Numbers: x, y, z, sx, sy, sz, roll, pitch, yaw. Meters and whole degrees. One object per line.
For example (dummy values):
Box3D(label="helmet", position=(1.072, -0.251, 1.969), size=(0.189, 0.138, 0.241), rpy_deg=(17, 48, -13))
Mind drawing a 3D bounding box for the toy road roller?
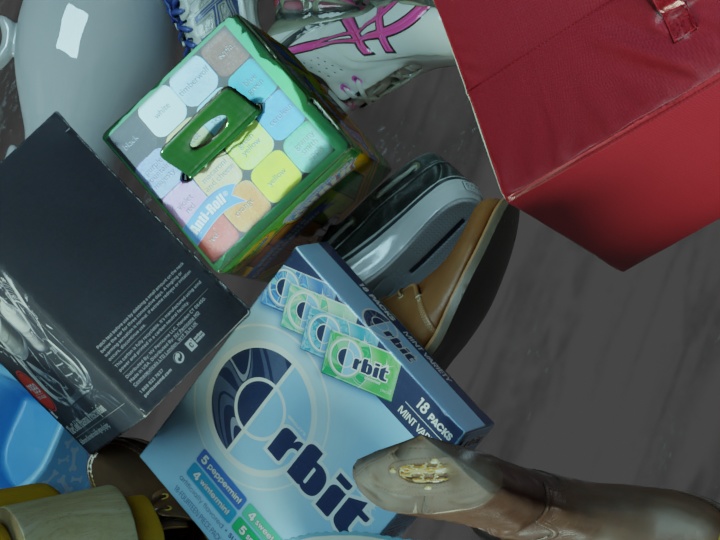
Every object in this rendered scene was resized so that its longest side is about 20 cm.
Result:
Box3D(label="toy road roller", position=(-0.227, 0.194, 1.452), size=(0.146, 0.122, 0.200), rpy_deg=(61, 144, 31))

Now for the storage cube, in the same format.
Box3D(label="storage cube", position=(0.176, -0.132, 1.354), size=(0.179, 0.200, 0.172), rpy_deg=(-30, 61, 22))

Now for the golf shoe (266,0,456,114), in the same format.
Box3D(label="golf shoe", position=(0.016, -0.153, 1.522), size=(0.199, 0.072, 0.093), rpy_deg=(5, 81, 40))

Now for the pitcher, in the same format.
Box3D(label="pitcher", position=(-0.229, -0.145, 1.600), size=(0.171, 0.121, 0.201), rpy_deg=(12, 81, -8))

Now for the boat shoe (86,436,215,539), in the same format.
Box3D(label="boat shoe", position=(-0.129, 0.182, 1.479), size=(0.072, 0.068, 0.200), rpy_deg=(-48, 58, 5))

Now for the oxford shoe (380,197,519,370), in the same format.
Box3D(label="oxford shoe", position=(0.040, 0.030, 1.435), size=(0.071, 0.071, 0.201), rpy_deg=(31, 89, 22))

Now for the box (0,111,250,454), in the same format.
Box3D(label="box", position=(-0.193, 0.015, 1.439), size=(0.182, 0.200, 0.104), rpy_deg=(46, 69, -3))

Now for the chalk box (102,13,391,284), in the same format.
Box3D(label="chalk box", position=(-0.076, -0.079, 1.421), size=(0.125, 0.200, 0.124), rpy_deg=(-42, 81, 7))

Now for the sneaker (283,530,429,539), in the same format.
Box3D(label="sneaker", position=(0.008, 0.216, 1.338), size=(0.199, 0.077, 0.081), rpy_deg=(2, 55, -6))

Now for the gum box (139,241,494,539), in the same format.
Box3D(label="gum box", position=(-0.033, 0.112, 1.412), size=(0.170, 0.044, 0.200), rpy_deg=(48, 116, 19))

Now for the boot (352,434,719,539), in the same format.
Box3D(label="boot", position=(0.113, 0.141, 1.285), size=(0.185, 0.200, 0.065), rpy_deg=(-1, 73, 28))

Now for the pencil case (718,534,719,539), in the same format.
Box3D(label="pencil case", position=(0.249, 0.183, 1.270), size=(0.088, 0.088, 0.201), rpy_deg=(11, 80, 30))

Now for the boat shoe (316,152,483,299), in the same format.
Box3D(label="boat shoe", position=(0.000, 0.000, 1.483), size=(0.200, 0.072, 0.071), rpy_deg=(-39, 45, 4))

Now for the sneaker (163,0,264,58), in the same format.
Box3D(label="sneaker", position=(-0.115, -0.186, 1.573), size=(0.075, 0.088, 0.201), rpy_deg=(146, 134, -66))

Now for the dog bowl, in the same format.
Box3D(label="dog bowl", position=(-0.232, 0.087, 1.578), size=(0.111, 0.050, 0.201), rpy_deg=(19, 82, 32))
